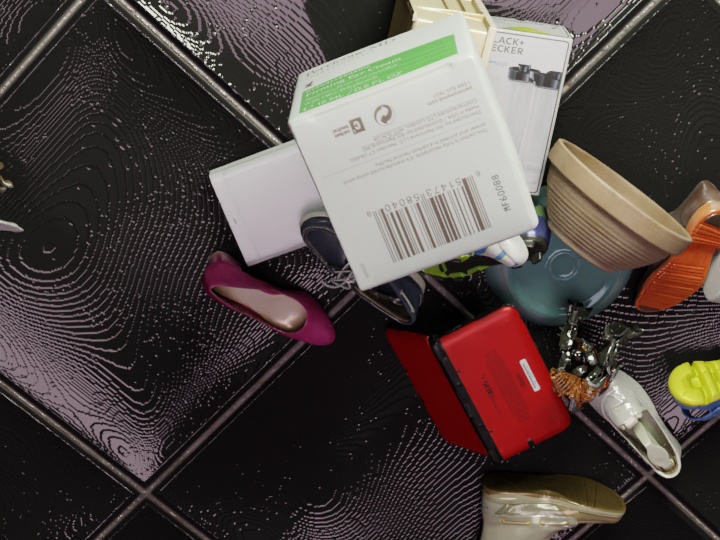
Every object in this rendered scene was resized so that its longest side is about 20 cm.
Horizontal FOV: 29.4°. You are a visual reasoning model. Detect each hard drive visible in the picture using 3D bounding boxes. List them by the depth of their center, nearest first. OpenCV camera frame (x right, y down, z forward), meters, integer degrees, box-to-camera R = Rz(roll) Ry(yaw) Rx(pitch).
[{"bbox_3d":[-0.072,-0.097,1.715,0.199,0.026,0.133,-19,114,7],"label":"hard drive"}]

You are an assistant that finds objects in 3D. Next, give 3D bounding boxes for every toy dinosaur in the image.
[{"bbox_3d":[0.286,0.121,1.726,0.101,0.200,0.137,19,101,6],"label":"toy dinosaur"}]

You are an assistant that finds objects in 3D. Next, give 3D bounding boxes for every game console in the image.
[{"bbox_3d":[0.153,0.137,1.786,0.172,0.119,0.201,-27,113,5],"label":"game console"}]

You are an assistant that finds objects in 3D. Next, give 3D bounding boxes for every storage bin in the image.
[{"bbox_3d":[0.074,-0.216,1.573,0.093,0.199,0.201,9,114,-8],"label":"storage bin"}]

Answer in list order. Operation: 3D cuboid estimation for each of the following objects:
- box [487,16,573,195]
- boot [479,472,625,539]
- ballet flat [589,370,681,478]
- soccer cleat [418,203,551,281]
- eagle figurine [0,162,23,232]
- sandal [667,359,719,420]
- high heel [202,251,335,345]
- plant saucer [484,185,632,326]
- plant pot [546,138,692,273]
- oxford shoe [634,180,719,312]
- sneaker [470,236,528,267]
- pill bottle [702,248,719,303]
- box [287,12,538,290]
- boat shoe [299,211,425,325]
[{"bbox_3d":[0.177,-0.200,1.660,0.116,0.060,0.201,8,113,-6],"label":"box"},{"bbox_3d":[0.260,0.366,1.913,0.198,0.072,0.156,6,113,0],"label":"boot"},{"bbox_3d":[0.372,0.205,1.849,0.069,0.070,0.200,-37,110,14],"label":"ballet flat"},{"bbox_3d":[0.146,-0.040,1.728,0.199,0.084,0.065,-8,143,26],"label":"soccer cleat"},{"bbox_3d":[-0.516,-0.063,1.662,0.200,0.151,0.152,-44,120,5],"label":"eagle figurine"},{"bbox_3d":[0.501,0.151,1.834,0.198,0.080,0.087,-9,146,-4],"label":"sandal"},{"bbox_3d":[-0.113,0.050,1.740,0.200,0.096,0.067,39,107,-18],"label":"high heel"},{"bbox_3d":[0.259,-0.012,1.763,0.198,0.036,0.201,-1,115,-2],"label":"plant saucer"},{"bbox_3d":[0.291,-0.063,1.647,0.200,0.201,0.093,32,106,-15],"label":"plant pot"},{"bbox_3d":[0.408,-0.027,1.751,0.071,0.073,0.201,12,132,-21],"label":"oxford shoe"},{"bbox_3d":[0.110,-0.040,1.670,0.105,0.200,0.076,-57,148,12],"label":"sneaker"},{"bbox_3d":[0.543,0.013,1.743,0.198,0.112,0.113,8,114,-6],"label":"pill bottle"},{"bbox_3d":[0.054,-0.125,1.413,0.198,0.172,0.201,-20,111,9],"label":"box"},{"bbox_3d":[0.000,0.000,1.721,0.075,0.062,0.200,-23,131,38],"label":"boat shoe"}]
